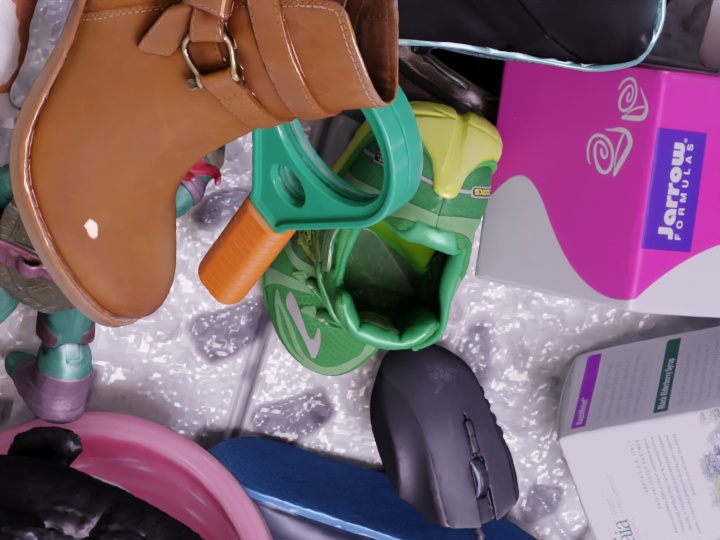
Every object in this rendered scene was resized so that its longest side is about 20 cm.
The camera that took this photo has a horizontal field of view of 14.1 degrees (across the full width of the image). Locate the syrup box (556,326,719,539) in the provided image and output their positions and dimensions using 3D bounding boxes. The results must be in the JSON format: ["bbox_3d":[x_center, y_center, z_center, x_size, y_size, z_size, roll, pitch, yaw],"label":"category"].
[{"bbox_3d":[0.197,0.071,1.334,0.199,0.081,0.079,-12,116,19],"label":"syrup box"}]

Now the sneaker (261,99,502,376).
[{"bbox_3d":[0.000,0.000,1.251,0.074,0.084,0.200,17,150,-9],"label":"sneaker"}]

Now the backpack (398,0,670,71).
[{"bbox_3d":[0.022,-0.179,1.156,0.199,0.153,0.176,-3,122,-11],"label":"backpack"}]

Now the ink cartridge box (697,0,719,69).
[{"bbox_3d":[0.206,-0.186,1.249,0.116,0.068,0.201,4,115,-17],"label":"ink cartridge box"}]

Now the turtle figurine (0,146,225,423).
[{"bbox_3d":[-0.134,-0.026,1.234,0.149,0.101,0.200,13,120,-17],"label":"turtle figurine"}]

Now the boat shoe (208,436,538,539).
[{"bbox_3d":[0.010,0.138,1.375,0.200,0.084,0.069,24,117,-7],"label":"boat shoe"}]

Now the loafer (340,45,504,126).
[{"bbox_3d":[0.045,-0.081,1.265,0.200,0.072,0.063,22,104,-21],"label":"loafer"}]

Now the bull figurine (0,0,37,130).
[{"bbox_3d":[-0.161,-0.144,1.146,0.065,0.121,0.201,-7,118,-10],"label":"bull figurine"}]

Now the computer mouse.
[{"bbox_3d":[0.062,0.122,1.328,0.059,0.200,0.034,-20,169,-36],"label":"computer mouse"}]

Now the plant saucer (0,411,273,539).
[{"bbox_3d":[-0.124,0.165,1.299,0.200,0.201,0.051,-33,155,4],"label":"plant saucer"}]

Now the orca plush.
[{"bbox_3d":[-0.131,0.129,1.240,0.200,0.071,0.105,30,92,18],"label":"orca plush"}]

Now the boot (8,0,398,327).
[{"bbox_3d":[-0.055,-0.065,1.101,0.154,0.074,0.201,4,118,26],"label":"boot"}]

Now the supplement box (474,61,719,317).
[{"bbox_3d":[0.159,-0.033,1.249,0.200,0.103,0.102,3,97,-38],"label":"supplement box"}]

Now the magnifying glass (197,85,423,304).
[{"bbox_3d":[-0.027,-0.034,1.189,0.022,0.200,0.080,-35,83,-31],"label":"magnifying glass"}]
